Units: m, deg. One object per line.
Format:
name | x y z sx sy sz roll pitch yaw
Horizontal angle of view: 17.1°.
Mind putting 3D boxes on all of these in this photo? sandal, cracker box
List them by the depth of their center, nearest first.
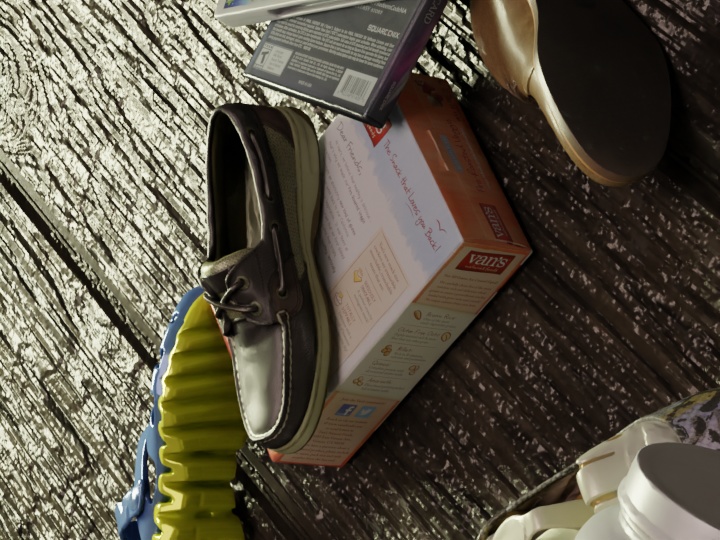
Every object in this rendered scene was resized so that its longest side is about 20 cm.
cracker box | 0.000 0.000 1.372 0.200 0.058 0.134 -50 48 34
sandal | -0.111 0.105 1.478 0.087 0.079 0.201 13 93 55

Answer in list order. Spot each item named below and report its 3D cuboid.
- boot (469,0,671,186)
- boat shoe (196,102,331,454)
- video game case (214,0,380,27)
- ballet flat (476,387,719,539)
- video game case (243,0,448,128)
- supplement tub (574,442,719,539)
boot | 0.107 -0.109 1.263 0.076 0.073 0.200 116 147 -43
boat shoe | -0.061 0.002 1.348 0.072 0.066 0.202 -16 71 49
video game case | -0.001 -0.216 1.376 0.200 0.018 0.144 -2 66 52
ballet flat | 0.122 0.120 1.193 0.200 0.072 0.072 -41 54 39
video game case | 0.017 -0.185 1.362 0.143 0.019 0.201 25 86 56
supplement tub | 0.145 0.195 1.090 0.145 0.145 0.201 38 112 47
